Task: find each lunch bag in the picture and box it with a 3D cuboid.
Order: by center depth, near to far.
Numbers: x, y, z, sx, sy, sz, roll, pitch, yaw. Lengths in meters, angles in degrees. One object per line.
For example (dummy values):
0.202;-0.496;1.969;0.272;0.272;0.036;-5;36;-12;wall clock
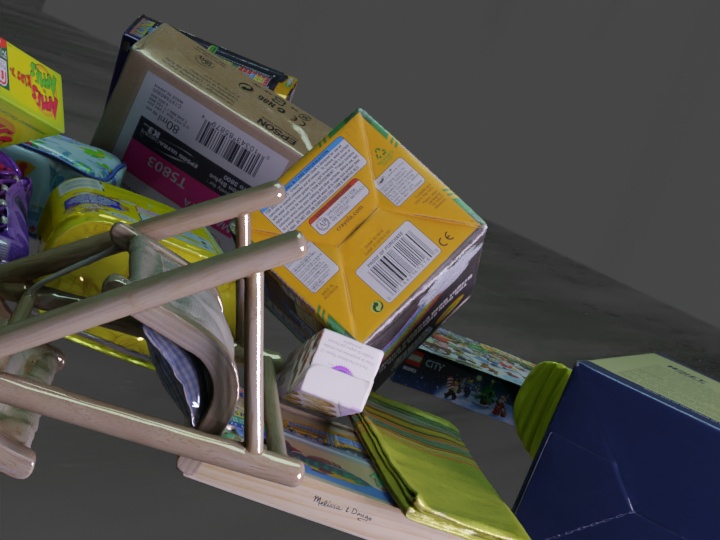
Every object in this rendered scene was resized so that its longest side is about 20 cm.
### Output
-0.305;-0.091;1.208;0.200;0.083;0.161;22;10;-7;lunch bag

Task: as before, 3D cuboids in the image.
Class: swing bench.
-0.135;0.025;0.764;0.200;0.130;0.199;0;13;-6;swing bench

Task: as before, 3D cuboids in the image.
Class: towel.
0.045;0.119;0.870;0.086;0.018;0.200;20;9;-15;towel

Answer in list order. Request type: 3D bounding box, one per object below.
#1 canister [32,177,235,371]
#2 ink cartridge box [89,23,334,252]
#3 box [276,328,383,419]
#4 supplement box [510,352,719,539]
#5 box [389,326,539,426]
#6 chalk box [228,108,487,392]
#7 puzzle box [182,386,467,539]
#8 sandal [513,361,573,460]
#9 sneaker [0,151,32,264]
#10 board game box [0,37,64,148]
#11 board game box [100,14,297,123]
-0.161;-0.001;1.018;0.148;0.087;0.200;21;7;-17;canister
-0.140;-0.101;1.289;0.200;0.165;0.075;32;33;2;ink cartridge box
-0.025;0.069;0.892;0.041;0.039;0.200;23;-10;-6;box
0.225;0.154;0.891;0.200;0.134;0.200;26;10;23;supplement box
0.113;0.097;1.273;0.200;0.038;0.137;21;9;-13;box
0.000;0.000;1.001;0.124;0.125;0.200;44;-13;12;chalk box
-0.010;0.123;0.852;0.200;0.025;0.133;21;8;-11;puzzle box
0.198;0.143;1.121;0.087;0.080;0.200;20;17;-41;sandal
-0.268;-0.041;0.996;0.081;0.084;0.200;19;10;-22;sneaker
-0.324;-0.112;1.001;0.200;0.048;0.102;-11;-15;16;board game box
-0.169;-0.125;1.371;0.165;0.200;0.057;21;35;0;board game box
